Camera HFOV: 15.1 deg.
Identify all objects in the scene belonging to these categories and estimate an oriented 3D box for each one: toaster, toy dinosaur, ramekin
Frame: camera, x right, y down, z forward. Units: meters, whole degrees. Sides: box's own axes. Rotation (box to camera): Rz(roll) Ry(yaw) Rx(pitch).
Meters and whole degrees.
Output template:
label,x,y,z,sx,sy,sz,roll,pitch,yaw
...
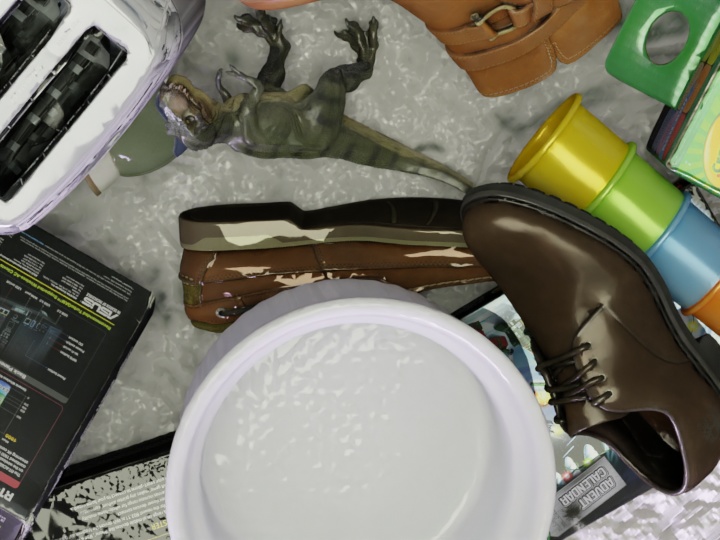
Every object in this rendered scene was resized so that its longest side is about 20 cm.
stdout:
label,x,y,z,sx,sy,sz,roll,pitch,yaw
toaster,-0.166,-0.099,1.367,0.114,0.129,0.200,41,98,-8
toy dinosaur,-0.027,-0.094,1.460,0.199,0.047,0.089,10,70,-30
ramekin,-0.005,0.101,1.412,0.199,0.098,0.202,-2,104,-7

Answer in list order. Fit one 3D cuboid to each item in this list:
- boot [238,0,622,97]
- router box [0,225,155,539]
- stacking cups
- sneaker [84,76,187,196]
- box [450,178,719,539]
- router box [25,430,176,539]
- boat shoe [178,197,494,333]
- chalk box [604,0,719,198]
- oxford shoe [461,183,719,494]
label,x,y,z,sx,sy,sz,roll,pitch,yaw
boot,0.038,-0.150,1.424,0.199,0.077,0.156,-28,139,-1
router box,-0.230,0.035,1.450,0.199,0.062,0.150,30,64,-3
stacking cups,0.170,-0.007,1.432,0.200,0.061,0.061,41,97,-5
sneaker,-0.140,-0.148,1.459,0.089,0.067,0.201,-21,98,-3
box,0.129,0.057,1.492,0.199,0.040,0.137,-31,97,4
router box,-0.082,0.162,1.504,0.199,0.051,0.150,-18,99,3
boat shoe,0.000,0.000,1.477,0.199,0.072,0.068,1,103,10
chalk box,0.230,-0.088,1.428,0.199,0.124,0.125,26,97,-3
oxford shoe,0.120,0.037,1.398,0.200,0.073,0.085,45,52,-15
